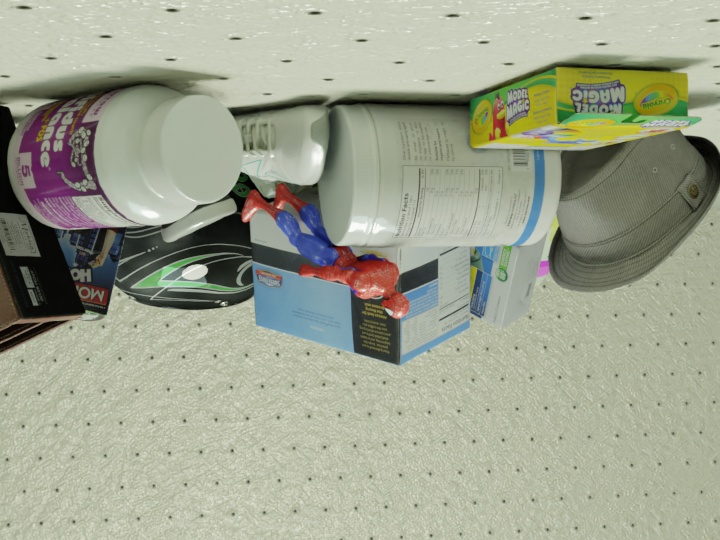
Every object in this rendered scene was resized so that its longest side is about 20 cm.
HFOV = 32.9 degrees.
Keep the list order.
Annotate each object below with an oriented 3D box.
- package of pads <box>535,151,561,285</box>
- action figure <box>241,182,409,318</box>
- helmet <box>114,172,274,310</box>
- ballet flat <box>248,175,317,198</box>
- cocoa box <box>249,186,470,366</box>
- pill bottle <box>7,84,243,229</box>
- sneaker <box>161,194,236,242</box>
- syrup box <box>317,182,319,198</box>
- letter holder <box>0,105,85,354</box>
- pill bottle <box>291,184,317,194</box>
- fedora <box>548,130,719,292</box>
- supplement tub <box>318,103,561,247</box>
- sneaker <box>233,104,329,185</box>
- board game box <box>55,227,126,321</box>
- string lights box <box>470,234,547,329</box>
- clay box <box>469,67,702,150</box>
[{"bbox_3d":[0.194,-0.068,1.372,0.154,0.201,0.068,-2,-135,-47],"label":"package of pads"},{"bbox_3d":[-0.027,-0.014,1.142,0.200,0.052,0.065,35,-150,34],"label":"action figure"},{"bbox_3d":[-0.202,-0.052,1.369,0.189,0.202,0.200,6,177,-26],"label":"helmet"},{"bbox_3d":[-0.082,-0.112,1.324,0.067,0.076,0.200,0,180,21],"label":"ballet flat"},{"bbox_3d":[0.000,0.000,1.264,0.199,0.132,0.133,13,-157,37],"label":"cocoa box"},{"bbox_3d":[-0.191,-0.092,0.993,0.199,0.113,0.112,-1,180,43],"label":"pill bottle"},{"bbox_3d":[-0.160,-0.089,1.089,0.070,0.100,0.200,-22,-166,-2],"label":"sneaker"},{"bbox_3d":[0.059,-0.112,1.230,0.198,0.080,0.081,-1,-179,-18],"label":"syrup box"},{"bbox_3d":[-0.350,-0.026,1.045,0.141,0.201,0.100,-24,173,17],"label":"letter holder"},{"bbox_3d":[-0.065,-0.080,1.489,0.199,0.114,0.112,14,-170,40],"label":"pill bottle"},{"bbox_3d":[0.241,-0.081,1.141,0.200,0.090,0.176,-46,-155,-18],"label":"fedora"},{"bbox_3d":[0.071,-0.087,1.121,0.198,0.133,0.132,-1,180,-15],"label":"supplement tub"},{"bbox_3d":[-0.088,-0.116,1.137,0.080,0.071,0.200,6,176,-25],"label":"sneaker"},{"bbox_3d":[-0.334,-0.020,1.171,0.198,0.202,0.062,16,160,-16],"label":"board game box"},{"bbox_3d":[0.095,-0.031,1.314,0.199,0.103,0.059,28,-145,30],"label":"string lights box"},{"bbox_3d":[0.177,-0.129,0.984,0.114,0.048,0.200,-1,179,-17],"label":"clay box"}]
